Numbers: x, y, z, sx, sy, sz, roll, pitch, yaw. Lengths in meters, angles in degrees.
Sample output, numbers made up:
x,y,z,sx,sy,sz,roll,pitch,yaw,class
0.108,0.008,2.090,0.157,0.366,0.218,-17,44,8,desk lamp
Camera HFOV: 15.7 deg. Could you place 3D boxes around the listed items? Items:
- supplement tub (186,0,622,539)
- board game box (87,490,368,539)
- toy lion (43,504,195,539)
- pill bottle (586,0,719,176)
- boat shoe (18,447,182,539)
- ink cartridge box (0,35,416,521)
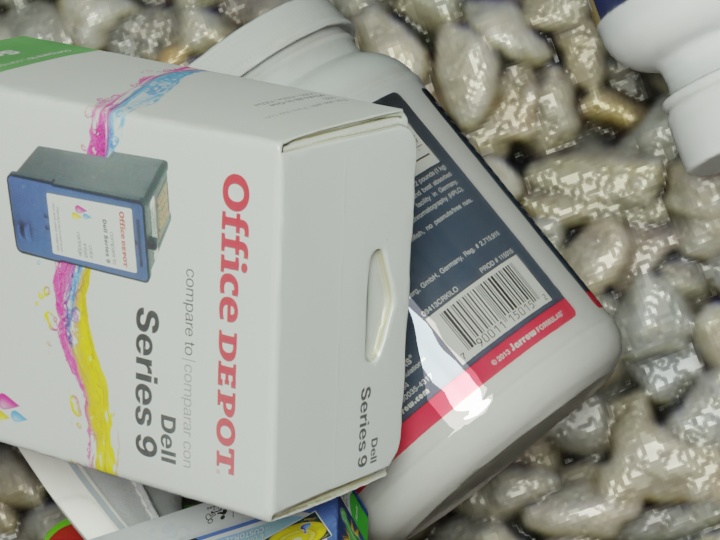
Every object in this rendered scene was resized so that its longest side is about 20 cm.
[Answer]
x,y,z,sx,sy,sz,roll,pitch,yaw,class
0.000,0.000,1.094,0.140,0.140,0.200,-39,81,3,supplement tub
-0.093,0.158,0.999,0.200,0.136,0.034,-19,127,14,board game box
-0.074,0.201,1.129,0.200,0.069,0.192,13,80,14,toy lion
0.145,-0.148,1.097,0.119,0.120,0.200,-20,82,6,pill bottle
-0.107,0.068,1.126,0.068,0.072,0.200,-36,55,-1,boat shoe
-0.084,-0.002,1.007,0.200,0.087,0.146,13,109,33,ink cartridge box
